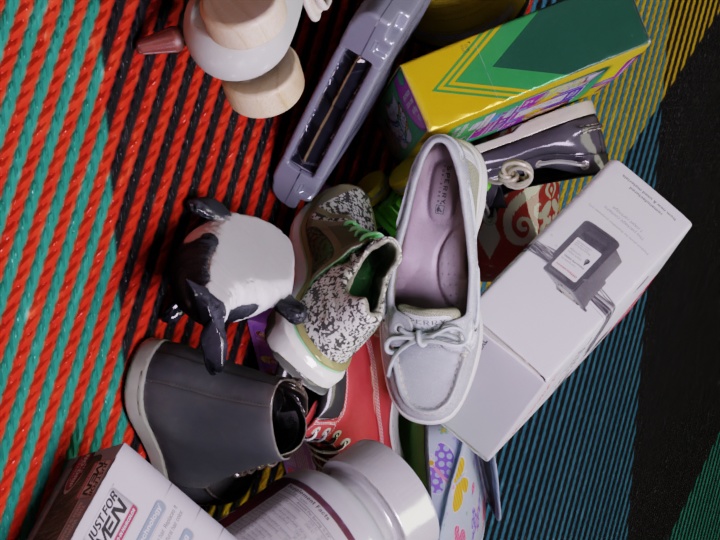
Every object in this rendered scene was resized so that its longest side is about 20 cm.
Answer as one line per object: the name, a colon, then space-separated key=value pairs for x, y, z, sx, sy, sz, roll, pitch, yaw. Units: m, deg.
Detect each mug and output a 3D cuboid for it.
mug: x=0.094 y=-0.110 z=1.868 sx=0.133 sy=0.178 sz=0.200 roll=-5 pitch=108 yaw=-23

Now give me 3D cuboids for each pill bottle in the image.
pill bottle: x=-0.050 y=0.202 z=1.526 sx=0.200 sy=0.110 sz=0.110 roll=-33 pitch=138 yaw=-28
pill bottle: x=0.056 y=-0.247 z=1.641 sx=0.200 sy=0.112 sz=0.112 roll=59 pitch=47 yaw=-64

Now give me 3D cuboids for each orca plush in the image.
orca plush: x=-0.093 y=0.022 z=1.453 sx=0.071 sy=0.105 sz=0.200 roll=-43 pitch=-162 yaw=17

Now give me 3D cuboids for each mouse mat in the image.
mouse mat: x=0.037 y=0.098 z=1.696 sx=0.161 sy=0.008 sz=0.200 roll=135 pitch=-45 yaw=-79

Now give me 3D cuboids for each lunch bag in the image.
lunch bag: x=0.051 y=0.179 z=1.886 sx=0.170 sy=0.127 sz=0.200 roll=79 pitch=23 yaw=-53

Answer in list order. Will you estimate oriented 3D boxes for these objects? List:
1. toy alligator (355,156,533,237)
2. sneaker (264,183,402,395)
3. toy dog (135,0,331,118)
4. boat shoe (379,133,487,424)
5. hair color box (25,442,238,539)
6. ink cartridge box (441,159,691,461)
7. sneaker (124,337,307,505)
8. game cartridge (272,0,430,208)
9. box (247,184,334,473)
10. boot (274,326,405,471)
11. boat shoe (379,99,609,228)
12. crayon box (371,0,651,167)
toy alligator: x=0.060 y=-0.064 z=1.677 sx=0.059 sy=0.200 sz=0.054 roll=46 pitch=49 yaw=-25
sneaker: x=0.000 y=0.000 z=1.553 sx=0.077 sy=0.089 sz=0.200 roll=44 pitch=31 yaw=-23
toy dog: x=-0.079 y=-0.182 z=1.379 sx=0.200 sy=0.096 sz=0.132 roll=-76 pitch=165 yaw=-55
boat shoe: x=0.050 y=0.006 z=1.582 sx=0.065 sy=0.074 sz=0.202 roll=9 pitch=90 yaw=-77
hair color box: x=-0.111 y=0.206 z=1.377 sx=0.200 sy=0.061 sz=0.099 roll=44 pitch=52 yaw=-24
ink cartridge box: x=0.142 y=0.032 z=1.719 sx=0.200 sy=0.083 sz=0.145 roll=-44 pitch=170 yaw=-32
sneaker: x=-0.078 y=0.116 z=1.500 sx=0.200 sy=0.106 sz=0.075 roll=62 pitch=45 yaw=-62
game cartridge: x=0.004 y=-0.145 z=1.569 sx=0.133 sy=0.041 sz=0.200 roll=-54 pitch=176 yaw=-42
box: x=-0.026 y=0.053 z=1.710 sx=0.200 sy=0.039 sz=0.137 roll=79 pitch=32 yaw=-49
boot: x=-0.024 y=0.132 z=1.627 sx=0.144 sy=0.072 sz=0.200 roll=-22 pitch=119 yaw=-61
boat shoe: x=0.097 y=-0.067 z=1.756 sx=0.073 sy=0.200 sz=0.063 roll=-16 pitch=83 yaw=-84
crayon box: x=0.105 y=-0.141 z=1.668 sx=0.200 sy=0.172 sz=0.058 roll=133 pitch=-64 yaw=-82
